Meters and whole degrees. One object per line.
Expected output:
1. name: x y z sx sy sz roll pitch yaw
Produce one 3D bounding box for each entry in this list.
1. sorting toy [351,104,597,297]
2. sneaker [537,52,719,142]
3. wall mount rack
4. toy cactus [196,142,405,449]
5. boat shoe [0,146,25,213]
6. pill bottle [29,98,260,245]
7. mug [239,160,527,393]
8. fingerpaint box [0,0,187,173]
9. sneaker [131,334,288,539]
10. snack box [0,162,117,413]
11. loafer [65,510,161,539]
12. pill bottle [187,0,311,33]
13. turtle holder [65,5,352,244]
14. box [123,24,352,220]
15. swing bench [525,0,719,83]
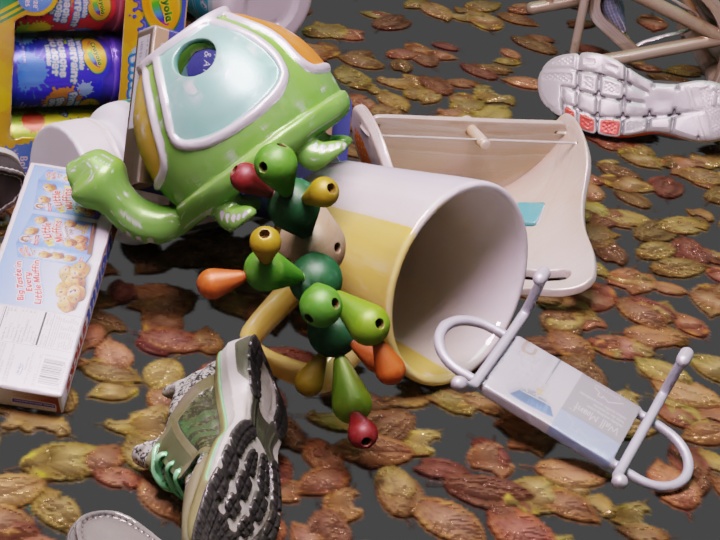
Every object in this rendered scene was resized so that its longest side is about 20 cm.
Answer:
1. sorting toy: 0.101 -0.042 1.377 0.200 0.107 0.180 0 38 -24
2. sneaker: 0.273 -0.161 1.693 0.200 0.077 0.082 15 1 10
3. wall mount rack: 0.134 0.082 1.132 0.200 0.075 0.174 30 40 9
4. toy cactus: -0.036 0.005 1.106 0.102 0.200 0.165 -26 22 7
5. boat shoe: -0.331 -0.038 1.266 0.201 0.072 0.061 -21 43 -32
6. pill bottle: -0.149 -0.083 1.351 0.200 0.113 0.113 -14 35 -37
7. mug: 0.005 -0.009 1.235 0.153 0.150 0.186 22 23 39
8. fingerpaint box: -0.233 -0.166 1.392 0.166 0.200 0.073 -4 31 -24
9. sneaker: -0.099 0.121 1.060 0.088 0.077 0.200 -19 26 14
10. snack box: -0.217 0.007 1.183 0.072 0.024 0.200 9 50 1
11. loafer: -0.096 0.182 0.916 0.070 0.070 0.200 -14 36 -37
12. pill bottle: -0.145 -0.312 1.786 0.111 0.111 0.200 -12 34 -34
13. turtle holder: -0.104 -0.100 1.211 0.132 0.185 0.141 55 25 -5
14. box: -0.084 -0.104 1.314 0.200 0.121 0.032 12 -13 -36
15. swing bench: 0.297 -0.293 1.860 0.199 0.130 0.199 6 27 -6
